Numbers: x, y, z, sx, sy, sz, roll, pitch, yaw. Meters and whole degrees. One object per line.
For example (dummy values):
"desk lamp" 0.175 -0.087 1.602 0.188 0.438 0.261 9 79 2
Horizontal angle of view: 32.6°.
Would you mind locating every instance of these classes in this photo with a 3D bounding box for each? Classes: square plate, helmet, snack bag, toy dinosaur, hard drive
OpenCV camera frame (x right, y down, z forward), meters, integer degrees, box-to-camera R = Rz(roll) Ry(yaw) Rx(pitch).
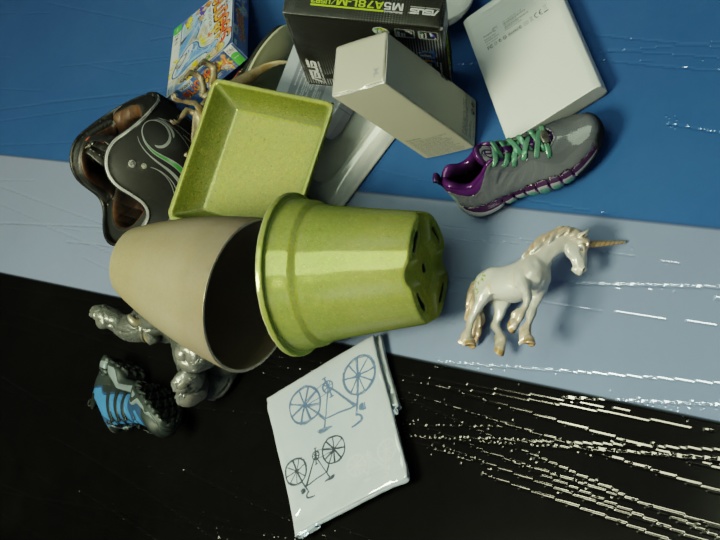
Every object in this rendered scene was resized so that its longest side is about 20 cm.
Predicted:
"square plate" -0.036 -0.202 1.671 0.201 0.028 0.198 -52 51 9
"helmet" -0.299 -0.130 1.740 0.198 0.192 0.201 -25 27 13
"snack bag" -0.025 0.204 1.509 0.188 0.021 0.202 -32 56 25
"toy dinosaur" -0.197 -0.240 1.694 0.201 0.101 0.058 -51 19 -13
"hard drive" 0.210 -0.263 1.506 0.131 0.027 0.202 -31 56 24

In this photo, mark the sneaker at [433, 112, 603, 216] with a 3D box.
"sneaker" 0.183 -0.128 1.424 0.199 0.087 0.075 -30 57 25

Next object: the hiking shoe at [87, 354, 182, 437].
"hiking shoe" -0.311 0.194 1.708 0.199 0.074 0.088 32 100 50

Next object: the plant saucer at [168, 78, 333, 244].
"plant saucer" -0.136 -0.135 1.618 0.198 0.048 0.202 16 84 29

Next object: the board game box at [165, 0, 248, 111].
"board game box" -0.223 -0.336 1.819 0.135 0.034 0.201 -35 34 22

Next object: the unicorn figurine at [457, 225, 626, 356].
"unicorn figurine" 0.183 0.020 1.382 0.198 0.074 0.139 -7 58 42

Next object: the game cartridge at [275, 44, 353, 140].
"game cartridge" -0.043 -0.276 1.665 0.133 0.040 0.202 16 83 44

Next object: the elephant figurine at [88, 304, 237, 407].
"elephant figurine" -0.240 0.069 1.646 0.200 0.154 0.142 50 127 29

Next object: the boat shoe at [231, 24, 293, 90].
"boat shoe" -0.155 -0.264 1.756 0.063 0.073 0.203 26 88 44

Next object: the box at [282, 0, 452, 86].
"box" 0.014 -0.278 1.508 0.191 0.200 0.048 5 75 7

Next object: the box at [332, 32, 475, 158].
"box" 0.057 -0.208 1.488 0.081 0.199 0.069 -9 67 34

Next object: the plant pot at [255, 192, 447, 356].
"plant pot" 0.000 0.000 1.474 0.182 0.200 0.203 -3 70 25

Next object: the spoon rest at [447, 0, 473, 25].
"spoon rest" 0.067 -0.373 1.627 0.099 0.061 0.199 -38 45 -18

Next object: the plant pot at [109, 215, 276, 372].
"plant pot" -0.208 0.009 1.523 0.198 0.187 0.189 15 82 31
